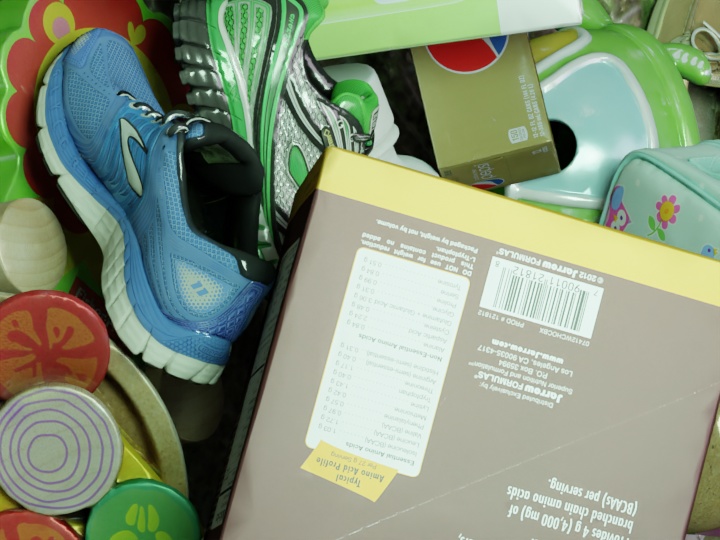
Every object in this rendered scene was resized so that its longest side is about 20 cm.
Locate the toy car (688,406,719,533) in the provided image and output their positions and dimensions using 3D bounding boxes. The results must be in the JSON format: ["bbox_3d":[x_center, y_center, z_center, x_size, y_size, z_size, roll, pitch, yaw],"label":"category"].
[{"bbox_3d":[0.142,0.083,1.413,0.157,0.200,0.165,7,63,-45],"label":"toy car"}]

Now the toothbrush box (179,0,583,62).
[{"bbox_3d":[0.006,-0.183,1.468,0.086,0.199,0.146,-50,132,-83],"label":"toothbrush box"}]

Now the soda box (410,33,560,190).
[{"bbox_3d":[0.053,-0.146,1.554,0.068,0.064,0.201,59,17,-75],"label":"soda box"}]

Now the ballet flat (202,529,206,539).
[{"bbox_3d":[-0.091,0.134,1.382,0.076,0.200,0.064,-42,162,-37],"label":"ballet flat"}]

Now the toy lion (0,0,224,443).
[{"bbox_3d":[-0.126,-0.038,1.445,0.200,0.068,0.192,46,52,-34],"label":"toy lion"}]

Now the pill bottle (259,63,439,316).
[{"bbox_3d":[0.000,0.000,1.523,0.114,0.114,0.201,-36,114,-38],"label":"pill bottle"}]

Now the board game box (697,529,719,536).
[{"bbox_3d":[0.190,0.075,1.649,0.040,0.200,0.153,46,60,-34],"label":"board game box"}]

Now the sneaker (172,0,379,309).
[{"bbox_3d":[-0.025,-0.045,1.413,0.078,0.085,0.201,-83,156,-74],"label":"sneaker"}]

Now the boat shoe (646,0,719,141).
[{"bbox_3d":[0.208,-0.090,1.762,0.073,0.063,0.201,23,74,-42],"label":"boat shoe"}]

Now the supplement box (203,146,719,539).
[{"bbox_3d":[0.045,0.076,1.289,0.196,0.133,0.201,16,82,-5],"label":"supplement box"}]

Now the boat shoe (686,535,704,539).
[{"bbox_3d":[0.161,0.187,1.715,0.070,0.071,0.200,53,50,-28],"label":"boat shoe"}]

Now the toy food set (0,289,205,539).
[{"bbox_3d":[-0.174,0.100,1.317,0.198,0.049,0.200,-40,99,10],"label":"toy food set"}]

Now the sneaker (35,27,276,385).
[{"bbox_3d":[-0.085,-0.044,1.346,0.078,0.089,0.200,20,33,-46],"label":"sneaker"}]

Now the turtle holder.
[{"bbox_3d":[0.118,-0.080,1.624,0.131,0.141,0.186,-6,102,-29],"label":"turtle holder"}]

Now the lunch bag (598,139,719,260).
[{"bbox_3d":[0.200,0.027,1.504,0.077,0.200,0.161,-4,118,-35],"label":"lunch bag"}]
